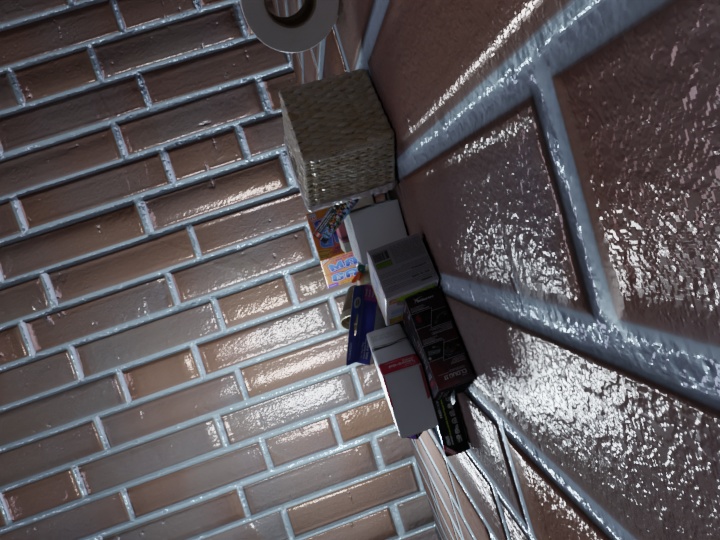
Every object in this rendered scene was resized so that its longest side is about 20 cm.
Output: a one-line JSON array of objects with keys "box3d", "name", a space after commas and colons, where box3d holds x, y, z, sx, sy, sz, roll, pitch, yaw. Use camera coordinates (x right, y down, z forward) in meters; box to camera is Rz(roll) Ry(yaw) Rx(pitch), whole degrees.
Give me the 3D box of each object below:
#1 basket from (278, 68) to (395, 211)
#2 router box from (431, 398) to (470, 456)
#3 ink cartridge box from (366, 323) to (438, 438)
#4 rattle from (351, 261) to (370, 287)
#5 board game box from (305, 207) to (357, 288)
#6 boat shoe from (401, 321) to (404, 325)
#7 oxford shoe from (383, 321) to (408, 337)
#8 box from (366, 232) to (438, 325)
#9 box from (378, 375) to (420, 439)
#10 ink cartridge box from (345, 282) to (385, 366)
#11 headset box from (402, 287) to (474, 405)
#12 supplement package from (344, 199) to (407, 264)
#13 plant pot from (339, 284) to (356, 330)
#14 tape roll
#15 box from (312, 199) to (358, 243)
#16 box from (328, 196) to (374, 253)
[{"box3d": [-0.044, -0.258, 1.092, 0.161, 0.197, 0.200, 92, 160, -63], "name": "basket"}, {"box3d": [0.191, 0.330, 1.333, 0.200, 0.061, 0.152, -129, 23, -79], "name": "router box"}, {"box3d": [0.082, 0.219, 1.138, 0.200, 0.082, 0.147, -114, 6, -71], "name": "ink cartridge box"}, {"box3d": [0.000, 0.000, 1.403, 0.142, 0.199, 0.132, 38, 115, 32], "name": "rattle"}, {"box3d": [-0.061, -0.095, 1.968, 0.201, 0.197, 0.202, 80, 171, -60], "name": "board game box"}, {"box3d": [0.105, 0.112, 1.348, 0.068, 0.084, 0.202, 29, 141, 48], "name": "boat shoe"}, {"box3d": [0.086, 0.216, 1.302, 0.071, 0.070, 0.203, 46, -142, -82], "name": "oxford shoe"}, {"box3d": [0.083, 0.023, 1.108, 0.200, 0.111, 0.103, 82, 168, -69], "name": "box"}, {"box3d": [0.134, 0.314, 1.439, 0.039, 0.137, 0.202, -6, 115, 43], "name": "box"}, {"box3d": [0.044, 0.126, 1.360, 0.199, 0.043, 0.200, -12, -70, -56], "name": "ink cartridge box"}, {"box3d": [0.148, 0.156, 1.059, 0.149, 0.074, 0.202, 82, 170, -70], "name": "headset box"}, {"box3d": [0.032, -0.093, 1.279, 0.200, 0.115, 0.119, -136, 31, -81], "name": "supplement package"}, {"box3d": [-0.001, 0.168, 2.587, 0.201, 0.197, 0.176, 79, -172, -60], "name": "plant pot"}, {"box3d": [-0.153, -0.570, 1.144, 0.140, 0.200, 0.205, -116, 8, -56], "name": "tape roll"}, {"box3d": [-0.032, -0.165, 1.251, 0.037, 0.137, 0.201, 35, -143, -9], "name": "box"}, {"box3d": [-0.020, -0.169, 1.592, 0.109, 0.126, 0.203, -132, 24, -78], "name": "box"}]
